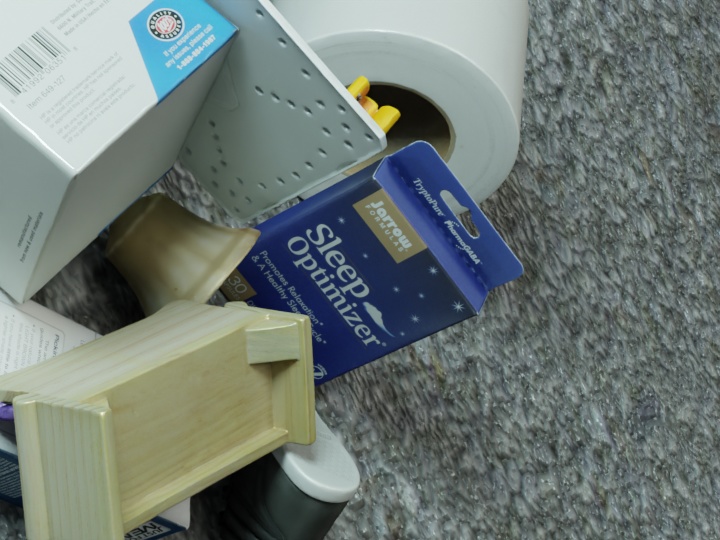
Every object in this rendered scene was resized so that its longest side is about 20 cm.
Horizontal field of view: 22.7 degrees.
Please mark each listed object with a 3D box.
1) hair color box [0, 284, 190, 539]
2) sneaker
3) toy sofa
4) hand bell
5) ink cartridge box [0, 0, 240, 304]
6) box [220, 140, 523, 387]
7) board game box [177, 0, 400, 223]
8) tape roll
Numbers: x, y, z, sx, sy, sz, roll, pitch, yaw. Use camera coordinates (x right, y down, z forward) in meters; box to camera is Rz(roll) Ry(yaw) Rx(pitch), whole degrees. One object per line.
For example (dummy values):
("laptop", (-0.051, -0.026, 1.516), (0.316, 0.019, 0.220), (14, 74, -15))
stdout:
("hair color box", (-0.187, 0.082, 1.041), (0.199, 0.060, 0.101), (31, 49, -39))
("sneaker", (-0.071, 0.117, 1.176), (0.070, 0.100, 0.200), (11, 28, -32))
("toy sofa", (-0.117, 0.084, 1.024), (0.199, 0.097, 0.084), (-25, 116, -54))
("hand bell", (-0.171, -0.053, 1.150), (0.200, 0.104, 0.104), (42, 38, -8))
("ink cartridge box", (-0.202, -0.120, 0.999), (0.200, 0.145, 0.147), (41, 54, 4))
("box", (0.000, 0.000, 1.217), (0.121, 0.199, 0.032), (51, 37, -17))
("board game box", (-0.090, -0.128, 1.046), (0.200, 0.200, 0.026), (48, 62, -11))
("tape roll", (0.024, -0.150, 1.345), (0.202, 0.202, 0.140), (39, 41, -31))
